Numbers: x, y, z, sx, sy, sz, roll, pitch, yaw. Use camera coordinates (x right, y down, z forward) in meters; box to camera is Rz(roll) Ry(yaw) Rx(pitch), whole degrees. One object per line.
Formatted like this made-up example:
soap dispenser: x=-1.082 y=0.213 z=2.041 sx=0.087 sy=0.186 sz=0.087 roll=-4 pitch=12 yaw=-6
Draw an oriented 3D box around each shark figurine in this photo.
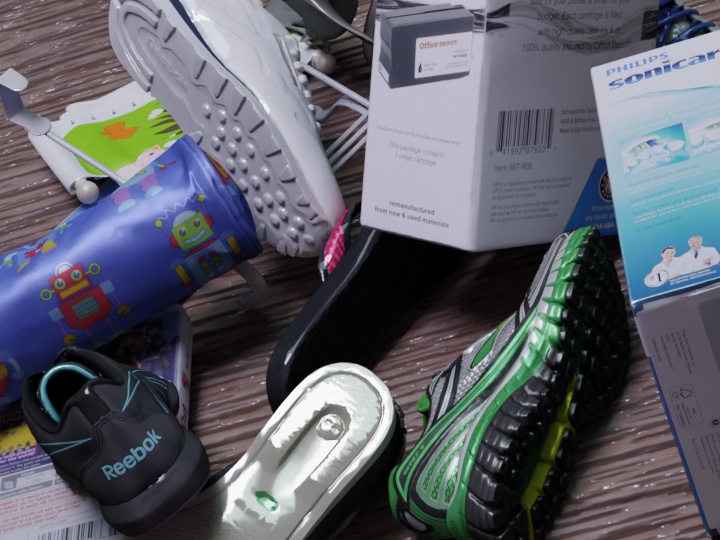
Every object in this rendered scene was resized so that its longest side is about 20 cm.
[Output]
shark figurine: x=-0.022 y=-0.182 z=1.686 sx=0.128 sy=0.215 sz=0.090 roll=28 pitch=84 yaw=6

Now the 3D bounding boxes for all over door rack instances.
over door rack: x=-0.088 y=-0.080 z=1.609 sx=0.200 sy=0.067 sz=0.148 roll=38 pitch=61 yaw=15

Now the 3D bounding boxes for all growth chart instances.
growth chart: x=-0.112 y=-0.105 z=1.731 sx=0.199 sy=0.018 sz=0.145 roll=-29 pitch=32 yaw=-20

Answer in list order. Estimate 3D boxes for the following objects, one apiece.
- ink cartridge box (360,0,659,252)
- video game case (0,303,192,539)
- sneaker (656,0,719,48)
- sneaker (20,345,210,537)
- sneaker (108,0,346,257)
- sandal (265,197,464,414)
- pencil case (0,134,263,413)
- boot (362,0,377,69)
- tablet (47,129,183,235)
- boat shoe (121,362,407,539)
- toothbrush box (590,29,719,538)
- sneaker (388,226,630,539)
ink cartridge box: x=0.082 y=-0.119 z=1.454 sx=0.084 sy=0.201 sz=0.144 roll=13 pitch=13 yaw=42
video game case: x=-0.187 y=0.109 z=1.488 sx=0.199 sy=0.023 sz=0.183 roll=-16 pitch=40 yaw=13
sneaker: x=0.161 y=-0.123 z=1.551 sx=0.199 sy=0.088 sz=0.075 roll=18 pitch=50 yaw=43
sneaker: x=-0.131 y=0.067 z=1.391 sx=0.075 sy=0.079 sz=0.200 roll=-43 pitch=20 yaw=-9
sneaker: x=-0.057 y=-0.097 z=1.546 sx=0.080 sy=0.076 sz=0.200 roll=-20 pitch=67 yaw=-38
sandal: x=0.000 y=0.000 z=1.491 sx=0.045 sy=0.075 sz=0.200 roll=14 pitch=51 yaw=37
pencil case: x=-0.151 y=0.005 z=1.499 sx=0.199 sy=0.078 sz=0.087 roll=-30 pitch=17 yaw=1
boot: x=0.064 y=-0.168 z=1.598 sx=0.069 sy=0.201 sz=0.174 roll=5 pitch=16 yaw=-19
tablet: x=-0.136 y=-0.013 z=1.640 sx=0.130 sy=0.014 sz=0.200 roll=15 pitch=49 yaw=42
boat shoe: x=-0.056 y=0.132 z=1.366 sx=0.200 sy=0.068 sz=0.072 roll=-42 pitch=70 yaw=-6
toothbrush box: x=0.174 y=0.001 z=1.324 sx=0.085 sy=0.147 sz=0.200 roll=-16 pitch=34 yaw=9
sneaker: x=0.073 y=0.050 z=1.377 sx=0.085 sy=0.078 sz=0.200 roll=2 pitch=42 yaw=33
